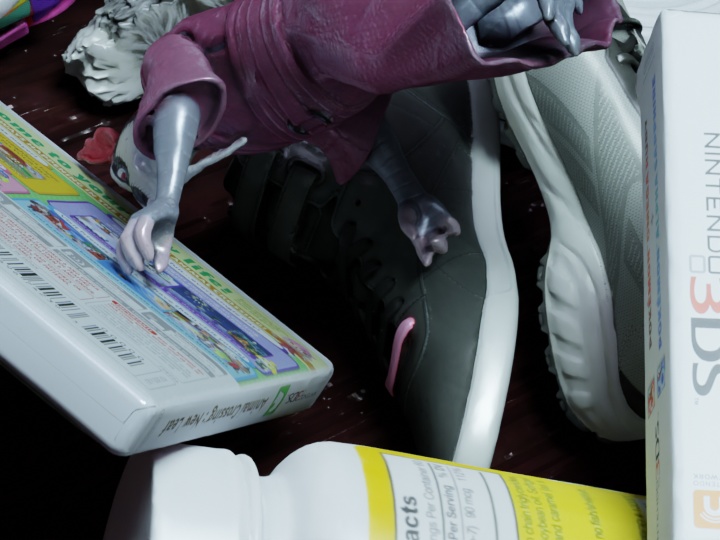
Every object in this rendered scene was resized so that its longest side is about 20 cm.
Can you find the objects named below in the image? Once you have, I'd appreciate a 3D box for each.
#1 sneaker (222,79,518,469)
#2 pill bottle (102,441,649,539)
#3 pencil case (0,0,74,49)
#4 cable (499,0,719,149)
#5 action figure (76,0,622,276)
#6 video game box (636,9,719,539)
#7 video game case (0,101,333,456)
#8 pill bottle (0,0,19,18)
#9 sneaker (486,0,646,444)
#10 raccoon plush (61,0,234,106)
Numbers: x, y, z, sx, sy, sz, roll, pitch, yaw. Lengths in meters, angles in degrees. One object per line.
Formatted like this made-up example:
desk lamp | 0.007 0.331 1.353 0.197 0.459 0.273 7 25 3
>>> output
sneaker | 0.000 0.000 0.941 0.099 0.071 0.201 7 46 -10
pill bottle | 0.022 0.114 0.813 0.199 0.115 0.115 11 47 -13
pencil case | -0.180 -0.165 0.997 0.088 0.089 0.200 -16 59 -33
cable | 0.090 -0.130 1.087 0.199 0.069 0.200 28 46 3
action figure | -0.018 -0.076 0.859 0.134 0.199 0.150 4 70 -58
video game box | 0.184 0.014 0.808 0.199 0.047 0.183 4 64 -4
video game case | -0.113 -0.017 0.831 0.200 0.022 0.182 38 10 12
pill bottle | -0.201 -0.147 0.867 0.199 0.112 0.112 14 42 21
sneaker | 0.098 -0.043 0.952 0.074 0.079 0.201 -11 86 -59
raccoon plush | -0.047 -0.167 1.016 0.199 0.097 0.134 -30 35 1
